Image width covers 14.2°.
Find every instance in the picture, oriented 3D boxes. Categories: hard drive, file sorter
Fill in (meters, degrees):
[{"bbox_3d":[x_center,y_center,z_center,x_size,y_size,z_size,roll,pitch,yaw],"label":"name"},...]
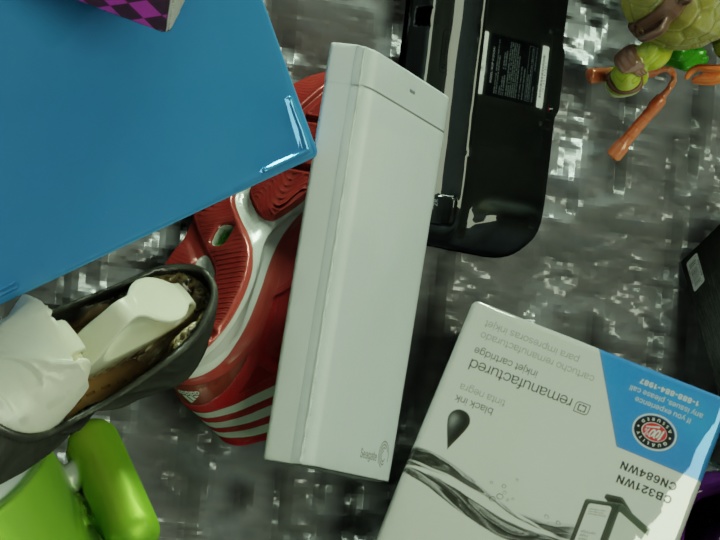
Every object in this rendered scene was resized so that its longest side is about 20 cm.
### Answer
[{"bbox_3d":[0.000,0.000,1.425,0.132,0.027,0.200,23,76,-70],"label":"hard drive"},{"bbox_3d":[-0.151,-0.080,1.353,0.200,0.123,0.139,-26,104,-29],"label":"file sorter"}]

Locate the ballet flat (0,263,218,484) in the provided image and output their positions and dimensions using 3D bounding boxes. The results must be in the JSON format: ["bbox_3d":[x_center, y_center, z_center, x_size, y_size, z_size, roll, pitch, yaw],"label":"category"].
[{"bbox_3d":[-0.135,0.038,1.294,0.068,0.068,0.200,48,39,10],"label":"ballet flat"}]

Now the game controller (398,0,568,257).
[{"bbox_3d":[0.065,-0.109,1.543,0.104,0.042,0.200,12,84,-46],"label":"game controller"}]

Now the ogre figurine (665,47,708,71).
[{"bbox_3d":[0.186,-0.216,1.571,0.120,0.098,0.200,-51,125,-37],"label":"ogre figurine"}]

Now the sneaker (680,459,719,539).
[{"bbox_3d":[0.136,0.168,1.548,0.200,0.087,0.074,-48,119,-23],"label":"sneaker"}]

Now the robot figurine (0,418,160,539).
[{"bbox_3d":[-0.178,0.139,1.339,0.175,0.116,0.200,-28,106,-1],"label":"robot figurine"}]

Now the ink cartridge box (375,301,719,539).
[{"bbox_3d":[0.086,0.139,1.489,0.146,0.084,0.200,21,76,3],"label":"ink cartridge box"}]

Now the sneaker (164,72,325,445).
[{"bbox_3d":[-0.037,0.001,1.470,0.200,0.078,0.116,-55,138,-26],"label":"sneaker"}]

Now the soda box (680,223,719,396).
[{"bbox_3d":[0.238,0.061,1.568,0.071,0.063,0.200,17,45,-31],"label":"soda box"}]

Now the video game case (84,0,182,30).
[{"bbox_3d":[-0.145,-0.211,1.309,0.200,0.036,0.181,21,53,4],"label":"video game case"}]

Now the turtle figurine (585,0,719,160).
[{"bbox_3d":[0.148,-0.145,1.510,0.161,0.200,0.064,31,36,-17],"label":"turtle figurine"}]
